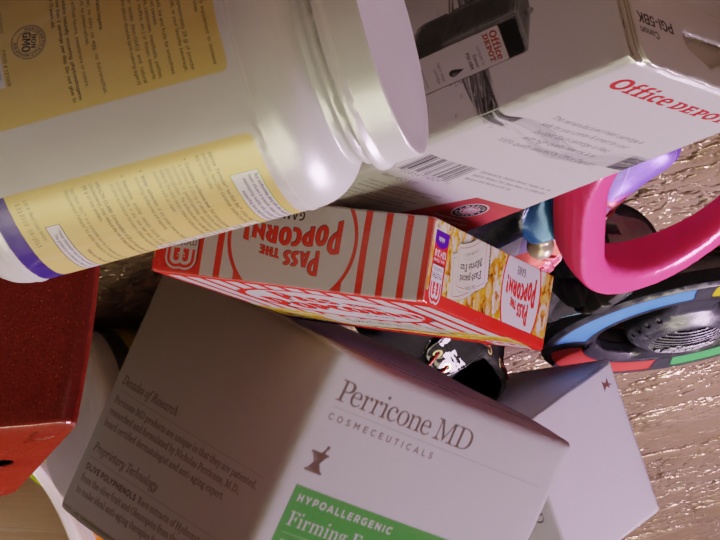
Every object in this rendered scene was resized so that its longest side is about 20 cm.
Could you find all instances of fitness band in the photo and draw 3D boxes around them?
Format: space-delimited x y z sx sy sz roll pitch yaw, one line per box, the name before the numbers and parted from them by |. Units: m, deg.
fitness band | 0.172 -0.057 1.634 0.144 0.037 0.200 -31 154 -12

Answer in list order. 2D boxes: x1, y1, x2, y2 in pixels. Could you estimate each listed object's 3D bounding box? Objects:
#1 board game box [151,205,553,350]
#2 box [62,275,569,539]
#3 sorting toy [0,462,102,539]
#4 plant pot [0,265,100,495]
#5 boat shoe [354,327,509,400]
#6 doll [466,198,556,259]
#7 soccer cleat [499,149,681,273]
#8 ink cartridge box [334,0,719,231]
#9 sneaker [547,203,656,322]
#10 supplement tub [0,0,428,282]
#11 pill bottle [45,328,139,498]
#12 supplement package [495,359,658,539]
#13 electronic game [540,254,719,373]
board game box | 0.000 0.000 1.577 0.151 0.046 0.200 7 174 22
box | -0.028 0.122 1.779 0.199 0.171 0.200 23 -179 -37
sorting toy | -0.279 0.129 1.976 0.200 0.107 0.180 -1 150 16
plant pot | -0.234 0.019 1.497 0.200 0.176 0.200 -4 161 -23
boat shoe | 0.047 0.046 1.958 0.074 0.063 0.201 -14 162 18
doll | 0.045 -0.039 1.670 0.136 0.049 0.200 29 139 -19
soccer cleat | 0.111 -0.031 1.727 0.200 0.073 0.068 -24 159 37
ink cartridge box | 0.084 -0.095 1.485 0.200 0.083 0.147 -21 161 31
sneaker | 0.141 -0.012 1.829 0.079 0.075 0.200 -17 178 -22
supplement tub | -0.083 -0.085 1.312 0.200 0.146 0.145 -14 163 11
pill bottle | -0.097 0.091 1.925 0.200 0.114 0.114 -2 161 -28
supplement package | 0.086 0.145 2.085 0.200 0.117 0.117 -11 -167 41
electronic game | 0.222 0.034 2.060 0.200 0.042 0.200 -10 163 -3
